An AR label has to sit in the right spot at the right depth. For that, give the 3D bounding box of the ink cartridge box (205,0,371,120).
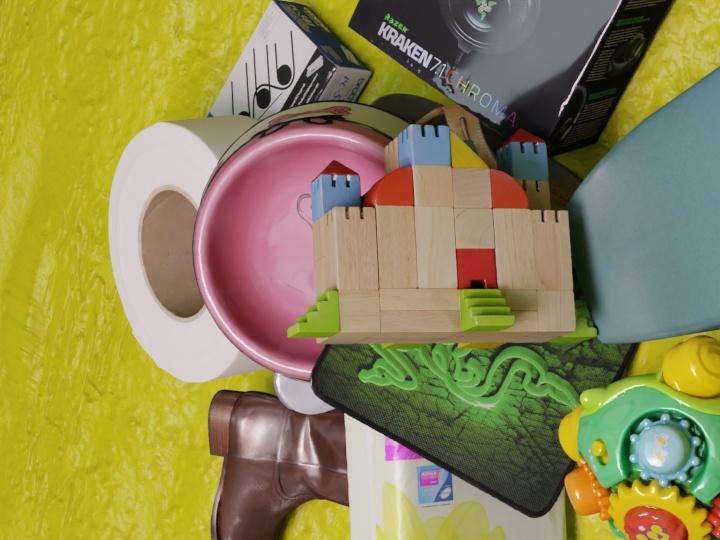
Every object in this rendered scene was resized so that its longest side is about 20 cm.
[{"bbox_3d":[-0.078,-0.108,1.256,0.094,0.044,0.200,49,120,30],"label":"ink cartridge box"}]

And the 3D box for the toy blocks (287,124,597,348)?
[{"bbox_3d":[0.049,-0.026,0.957,0.100,0.200,0.137,148,120,-70],"label":"toy blocks"}]

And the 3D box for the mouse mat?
[{"bbox_3d":[0.081,0.053,1.017,0.161,0.200,0.008,-62,19,-7],"label":"mouse mat"}]

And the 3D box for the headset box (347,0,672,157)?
[{"bbox_3d":[0.116,-0.207,1.034,0.174,0.093,0.200,38,119,21],"label":"headset box"}]

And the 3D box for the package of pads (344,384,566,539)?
[{"bbox_3d":[0.070,0.172,1.067,0.068,0.154,0.200,-6,85,53],"label":"package of pads"}]

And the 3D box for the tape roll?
[{"bbox_3d":[-0.114,-0.017,1.195,0.202,0.071,0.203,16,111,48],"label":"tape roll"}]

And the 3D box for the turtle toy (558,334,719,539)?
[{"bbox_3d":[0.211,0.139,0.960,0.200,0.101,0.146,37,140,-8],"label":"turtle toy"}]

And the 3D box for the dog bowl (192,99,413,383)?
[{"bbox_3d":[-0.023,-0.015,1.051,0.200,0.074,0.200,1,96,9],"label":"dog bowl"}]

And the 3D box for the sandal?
[{"bbox_3d":[0.094,-0.085,1.088,0.200,0.080,0.054,31,128,29],"label":"sandal"}]

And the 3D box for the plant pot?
[{"bbox_3d":[0.229,-0.030,0.945,0.200,0.141,0.141,-32,70,48],"label":"plant pot"}]

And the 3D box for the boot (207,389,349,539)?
[{"bbox_3d":[-0.018,0.183,1.203,0.200,0.064,0.186,4,114,26],"label":"boot"}]

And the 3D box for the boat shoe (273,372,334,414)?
[{"bbox_3d":[0.033,0.049,1.123,0.200,0.057,0.069,-18,93,4],"label":"boat shoe"}]
